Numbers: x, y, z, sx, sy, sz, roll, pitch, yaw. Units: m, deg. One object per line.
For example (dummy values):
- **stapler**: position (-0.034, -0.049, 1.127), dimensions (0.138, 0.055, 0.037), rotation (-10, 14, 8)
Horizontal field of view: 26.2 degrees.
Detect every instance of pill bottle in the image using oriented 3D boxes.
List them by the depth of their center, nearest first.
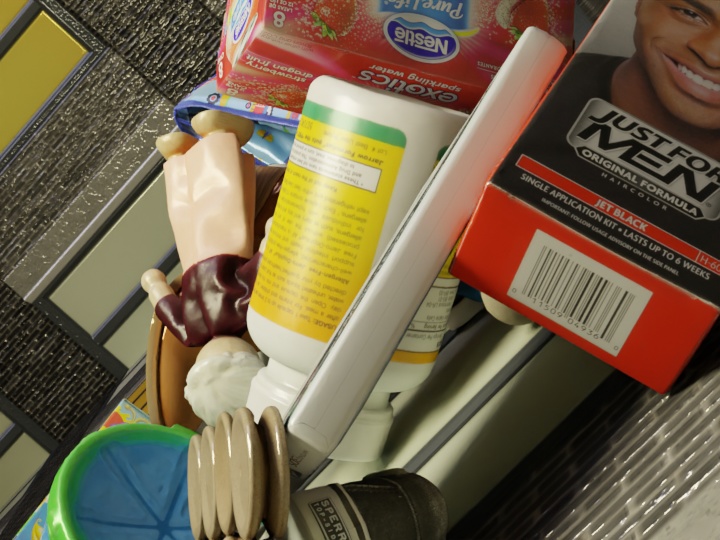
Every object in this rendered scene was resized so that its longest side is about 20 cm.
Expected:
- **pill bottle**: position (0.000, 0.000, 0.875), dimensions (0.113, 0.112, 0.201), rotation (-105, 30, -81)

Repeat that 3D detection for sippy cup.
- **sippy cup**: position (-0.135, 0.181, 0.901), dimensions (0.177, 0.140, 0.131), rotation (-18, -29, -48)

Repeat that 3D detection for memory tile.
- **memory tile**: position (-0.052, 0.137, 0.646), dimensions (0.200, 0.017, 0.154), rotation (142, 126, -74)

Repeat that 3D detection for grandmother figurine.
- **grandmother figurine**: position (-0.085, 0.001, 0.958), dimensions (0.121, 0.060, 0.201), rotation (-31, 56, 43)

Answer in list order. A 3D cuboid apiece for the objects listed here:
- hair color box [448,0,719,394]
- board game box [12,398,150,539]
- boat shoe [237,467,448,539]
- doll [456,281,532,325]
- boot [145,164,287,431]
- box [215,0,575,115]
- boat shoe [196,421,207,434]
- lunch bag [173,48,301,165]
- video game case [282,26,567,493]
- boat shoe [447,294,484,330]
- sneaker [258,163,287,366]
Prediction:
- **hair color box**: position (0.126, -0.055, 0.640), dimensions (0.200, 0.101, 0.061), rotation (-55, -10, -39)
- **board game box**: position (-0.194, 0.208, 1.093), dimensions (0.105, 0.103, 0.200), rotation (-51, 3, 46)
- **boat shoe**: position (-0.011, 0.133, 0.680), dimensions (0.063, 0.071, 0.200), rotation (-16, -13, -20)
- **doll**: position (0.106, -0.035, 0.885), dimensions (0.136, 0.048, 0.200), rotation (-44, 8, 36)
- **boot**: position (-0.049, 0.029, 1.010), dimensions (0.074, 0.154, 0.201), rotation (42, -117, -74)
- **box**: position (0.022, -0.144, 0.945), dimensions (0.100, 0.199, 0.096), rotation (144, 135, -63)
- **boat shoe**: position (-0.061, 0.103, 1.070), dimensions (0.072, 0.061, 0.201), rotation (-24, 13, -29)
- **lunch bag**: position (-0.031, -0.131, 1.155), dimensions (0.151, 0.199, 0.094), rotation (-45, -34, -36)
- **video game case**: position (0.013, 0.009, 0.683), dimensions (0.200, 0.023, 0.182), rotation (-58, 0, -20)
- **boat shoe**: position (0.081, -0.042, 1.014), dimensions (0.072, 0.059, 0.200), rotation (-42, 10, 42)
- **sneaker**: position (-0.076, 0.000, 1.153), dimensions (0.073, 0.201, 0.112), rotation (-12, 30, -18)
